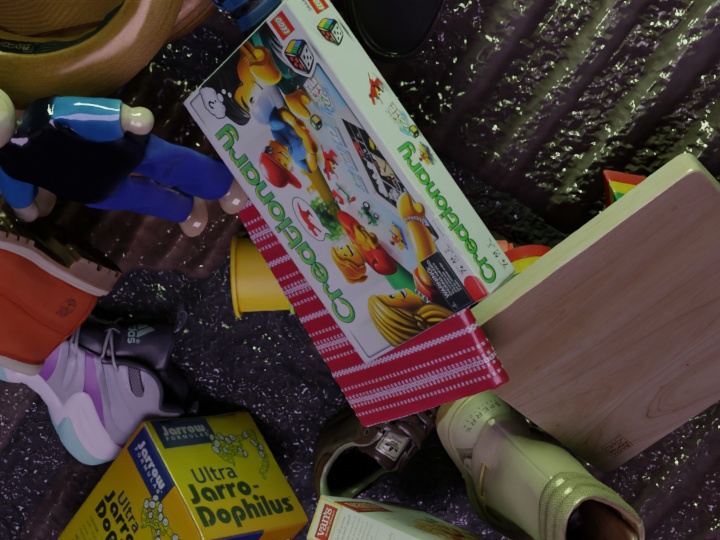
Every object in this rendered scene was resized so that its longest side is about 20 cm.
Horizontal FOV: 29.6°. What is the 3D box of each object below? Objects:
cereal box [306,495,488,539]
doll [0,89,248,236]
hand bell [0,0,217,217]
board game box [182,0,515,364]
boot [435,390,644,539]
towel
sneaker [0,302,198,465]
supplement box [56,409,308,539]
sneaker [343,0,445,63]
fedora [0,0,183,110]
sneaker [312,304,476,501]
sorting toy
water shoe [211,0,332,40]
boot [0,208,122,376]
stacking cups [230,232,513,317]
[{"bbox_3d":[0.078,0.214,0.976,0.198,0.143,0.040,19,88,31],"label":"cereal box"},{"bbox_3d":[-0.165,-0.065,0.829,0.136,0.049,0.199,-26,153,32],"label":"doll"},{"bbox_3d":[-0.158,-0.134,0.877,0.199,0.104,0.104,-35,116,10],"label":"hand bell"},{"bbox_3d":[-0.010,-0.052,0.808,0.201,0.035,0.126,55,139,-2],"label":"board game box"},{"bbox_3d":[0.145,0.179,0.993,0.073,0.155,0.201,-40,133,-10],"label":"boot"},{"bbox_3d":[0.000,0.000,0.877,0.144,0.022,0.201,-23,99,48],"label":"towel"},{"bbox_3d":[-0.192,0.048,0.999,0.139,0.078,0.201,-23,129,17],"label":"sneaker"},{"bbox_3d":[-0.151,0.215,1.056,0.108,0.110,0.201,-1,138,-47],"label":"supplement box"},{"bbox_3d":[0.023,-0.199,0.791,0.074,0.107,0.202,7,124,-1],"label":"sneaker"},{"bbox_3d":[-0.192,-0.195,0.816,0.198,0.082,0.203,3,110,7],"label":"fedora"},{"bbox_3d":[0.036,0.111,1.017,0.070,0.076,0.200,32,121,-16],"label":"sneaker"},{"bbox_3d":[0.182,0.021,0.920,0.199,0.070,0.198,-37,130,20],"label":"sorting toy"},{"bbox_3d":[-0.063,-0.178,0.833,0.078,0.072,0.202,3,129,11],"label":"water shoe"},{"bbox_3d":[-0.249,0.007,0.872,0.108,0.075,0.200,-53,142,3],"label":"boot"},{"bbox_3d":[0.009,-0.004,0.958,0.197,0.061,0.061,-4,124,2],"label":"stacking cups"}]
